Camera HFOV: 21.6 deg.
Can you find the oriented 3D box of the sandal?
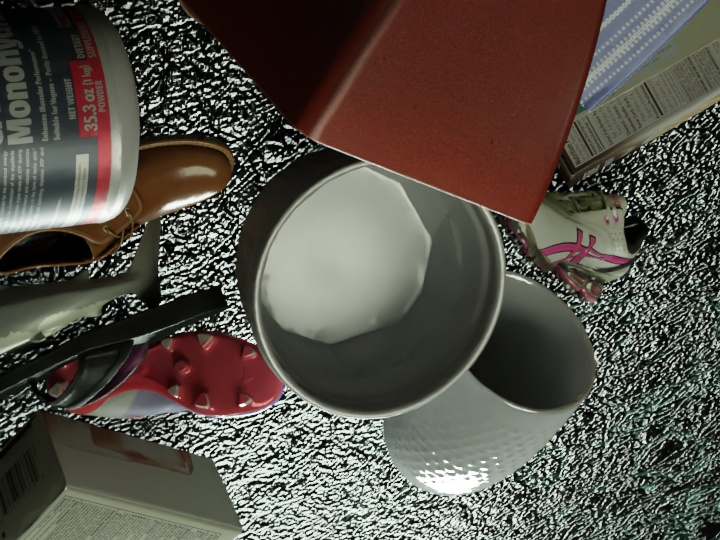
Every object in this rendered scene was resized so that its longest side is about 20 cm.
[{"bbox_3d":[-0.188,0.068,1.400,0.199,0.048,0.075,-22,176,13],"label":"sandal"}]

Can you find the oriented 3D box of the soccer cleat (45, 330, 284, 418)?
[{"bbox_3d":[-0.148,0.086,1.468,0.198,0.067,0.076,-2,164,15],"label":"soccer cleat"}]

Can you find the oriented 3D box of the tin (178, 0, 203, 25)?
[{"bbox_3d":[-0.055,-0.243,1.214,0.111,0.042,0.201,8,130,-32],"label":"tin"}]

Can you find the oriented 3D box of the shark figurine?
[{"bbox_3d":[-0.246,0.015,1.370,0.213,0.090,0.128,-22,177,6],"label":"shark figurine"}]

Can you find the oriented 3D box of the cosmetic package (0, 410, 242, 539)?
[{"bbox_3d":[-0.211,0.198,1.587,0.103,0.088,0.199,-45,138,20],"label":"cosmetic package"}]

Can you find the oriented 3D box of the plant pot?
[{"bbox_3d":[0.038,-0.175,1.172,0.199,0.200,0.177,19,110,-39],"label":"plant pot"}]

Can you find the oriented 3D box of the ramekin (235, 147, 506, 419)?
[{"bbox_3d":[0.000,0.000,1.418,0.198,0.105,0.202,-6,108,-18],"label":"ramekin"}]

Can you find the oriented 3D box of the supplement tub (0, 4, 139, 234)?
[{"bbox_3d":[-0.249,-0.091,1.186,0.198,0.141,0.141,-8,139,-24],"label":"supplement tub"}]

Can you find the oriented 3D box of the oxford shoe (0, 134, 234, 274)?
[{"bbox_3d":[-0.178,-0.040,1.348,0.198,0.072,0.072,-19,140,-13],"label":"oxford shoe"}]

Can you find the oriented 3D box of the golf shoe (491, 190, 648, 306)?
[{"bbox_3d":[0.171,-0.041,1.560,0.092,0.073,0.200,-44,150,11],"label":"golf shoe"}]

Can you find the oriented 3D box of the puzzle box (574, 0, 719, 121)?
[{"bbox_3d":[0.167,-0.191,1.344,0.199,0.134,0.025,-29,-175,3],"label":"puzzle box"}]

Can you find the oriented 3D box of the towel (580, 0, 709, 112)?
[{"bbox_3d":[0.138,-0.222,1.287,0.200,0.024,0.145,42,108,-16],"label":"towel"}]

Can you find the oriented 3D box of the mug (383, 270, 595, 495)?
[{"bbox_3d":[0.112,0.099,1.639,0.200,0.148,0.176,-35,164,-44],"label":"mug"}]

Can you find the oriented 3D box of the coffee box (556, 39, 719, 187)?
[{"bbox_3d":[0.223,-0.148,1.417,0.199,0.080,0.114,-30,176,4],"label":"coffee box"}]
